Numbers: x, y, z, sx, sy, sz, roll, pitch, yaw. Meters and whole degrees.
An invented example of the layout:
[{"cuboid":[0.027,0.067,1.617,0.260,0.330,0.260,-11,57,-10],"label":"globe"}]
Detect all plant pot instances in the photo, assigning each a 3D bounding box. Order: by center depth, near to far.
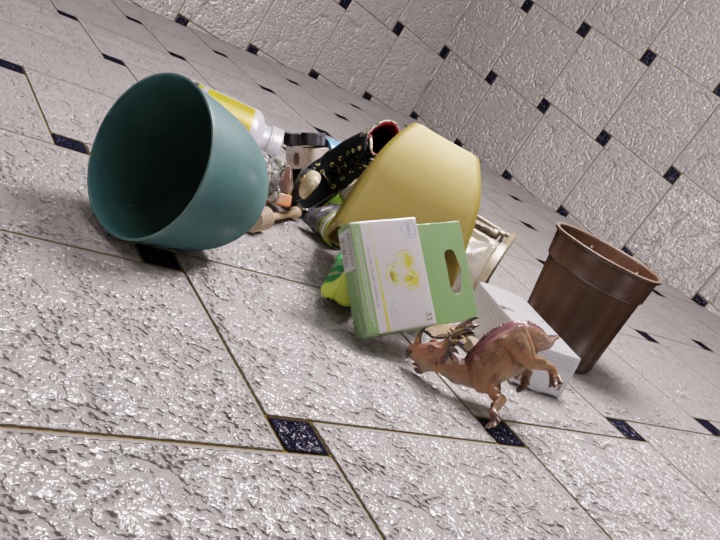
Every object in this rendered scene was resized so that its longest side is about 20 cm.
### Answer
[{"cuboid":[-0.208,-0.115,1.002,0.200,0.202,0.160,38,8,32],"label":"plant pot"},{"cuboid":[0.077,-0.103,1.234,0.193,0.202,0.194,27,-7,-6],"label":"plant pot"},{"cuboid":[0.377,0.052,1.394,0.198,0.200,0.201,25,17,-8],"label":"plant pot"}]

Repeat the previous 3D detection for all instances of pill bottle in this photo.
[{"cuboid":[-0.247,-0.262,1.503,0.198,0.113,0.112,22,17,-17],"label":"pill bottle"}]

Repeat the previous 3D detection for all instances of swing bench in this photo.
[{"cuboid":[0.164,-0.052,1.491,0.197,0.131,0.200,32,16,10],"label":"swing bench"}]

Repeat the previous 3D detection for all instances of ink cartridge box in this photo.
[{"cuboid":[0.075,0.004,1.073,0.197,0.148,0.048,-7,-9,-27],"label":"ink cartridge box"}]

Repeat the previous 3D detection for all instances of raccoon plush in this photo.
[{"cuboid":[-0.194,-0.170,1.297,0.132,0.098,0.200,10,21,-17],"label":"raccoon plush"}]

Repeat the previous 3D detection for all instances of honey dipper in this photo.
[{"cuboid":[-0.134,-0.089,1.297,0.038,0.038,0.200,30,15,10],"label":"honey dipper"}]

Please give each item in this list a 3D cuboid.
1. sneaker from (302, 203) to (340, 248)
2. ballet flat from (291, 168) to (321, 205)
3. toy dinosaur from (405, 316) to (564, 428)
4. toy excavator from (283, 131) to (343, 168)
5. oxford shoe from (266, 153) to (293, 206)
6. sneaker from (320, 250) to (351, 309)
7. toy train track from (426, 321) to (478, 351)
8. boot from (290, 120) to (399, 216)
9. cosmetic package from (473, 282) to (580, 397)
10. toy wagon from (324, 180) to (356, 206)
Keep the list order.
[{"cuboid":[-0.022,-0.086,1.409,0.080,0.075,0.199,31,14,27],"label":"sneaker"},{"cuboid":[-0.129,-0.151,1.375,0.057,0.067,0.199,44,-17,-29],"label":"ballet flat"},{"cuboid":[0.169,0.102,1.012,0.137,0.198,0.086,64,-13,-4],"label":"toy dinosaur"},{"cuboid":[-0.067,-0.220,1.604,0.198,0.102,0.193,-4,11,-36],"label":"toy excavator"},{"cuboid":[-0.172,-0.163,1.359,0.071,0.074,0.199,6,13,-44],"label":"oxford shoe"},{"cuboid":[0.000,0.000,1.151,0.073,0.084,0.200,28,12,2],"label":"sneaker"},{"cuboid":[0.112,0.059,1.248,0.199,0.033,0.114,37,19,33],"label":"toy train track"},{"cuboid":[-0.029,-0.181,1.401,0.074,0.203,0.153,52,-24,-11],"label":"boot"},{"cuboid":[0.243,0.103,1.256,0.100,0.075,0.200,19,17,-25],"label":"cosmetic package"},{"cuboid":[-0.013,-0.161,1.545,0.040,0.200,0.154,55,-32,-13],"label":"toy wagon"}]
